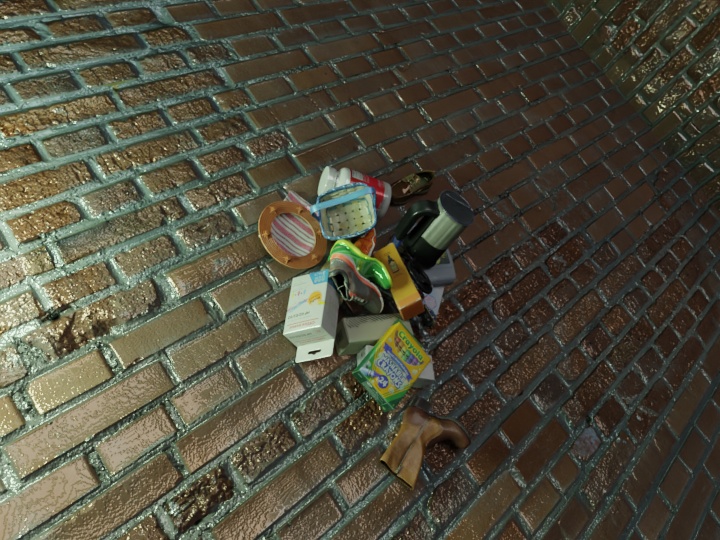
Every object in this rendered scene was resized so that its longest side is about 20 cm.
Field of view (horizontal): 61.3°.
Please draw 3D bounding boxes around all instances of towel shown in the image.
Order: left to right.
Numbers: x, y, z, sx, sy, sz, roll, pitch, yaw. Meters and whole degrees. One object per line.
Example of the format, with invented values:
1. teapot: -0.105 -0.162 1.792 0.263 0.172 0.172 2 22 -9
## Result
1. towel: -0.172 -0.117 1.637 0.145 0.030 0.202 35 50 -8

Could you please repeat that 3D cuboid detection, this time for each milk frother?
1. milk frother: 0.202 -0.072 1.606 0.176 0.189 0.204 -6 59 -38

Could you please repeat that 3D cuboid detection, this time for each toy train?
1. toy train: 0.150 0.068 1.654 0.045 0.034 0.204 -10 66 -46

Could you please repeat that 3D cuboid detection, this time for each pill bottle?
1. pill bottle: -0.018 -0.224 1.738 0.194 0.113 0.115 16 54 -19

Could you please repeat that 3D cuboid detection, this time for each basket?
1. basket: -0.033 -0.157 1.591 0.171 0.200 0.144 -15 74 5

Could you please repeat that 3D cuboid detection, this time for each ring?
1. ring: -0.174 -0.098 1.596 0.195 0.019 0.206 17 55 -25

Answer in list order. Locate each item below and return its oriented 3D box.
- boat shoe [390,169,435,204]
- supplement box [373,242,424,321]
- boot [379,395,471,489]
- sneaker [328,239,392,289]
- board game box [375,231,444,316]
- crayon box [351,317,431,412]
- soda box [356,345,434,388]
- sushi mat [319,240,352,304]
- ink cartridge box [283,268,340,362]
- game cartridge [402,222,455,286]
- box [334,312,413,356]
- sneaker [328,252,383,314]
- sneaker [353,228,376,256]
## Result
1. boat shoe: 0.158 -0.270 1.892 0.198 0.074 0.076 -29 77 -39
2. supplement box: 0.099 0.027 1.590 0.065 0.069 0.203 -24 54 1
3. boot: 0.162 0.432 1.465 0.187 0.069 0.202 38 51 -4
4. sneaker: 0.000 0.000 1.552 0.197 0.075 0.084 31 70 25
5. board game box: 0.151 0.010 1.736 0.196 0.041 0.203 30 51 -11
6. crayon box: 0.086 0.221 1.475 0.126 0.051 0.200 47 58 -5
7. soda box: 0.089 0.245 1.541 0.194 0.064 0.070 12 56 -24
8. sushi mat: -0.052 -0.002 1.645 0.095 0.012 0.202 36 50 -7
9. ink cartridge box: -0.117 0.108 1.465 0.068 0.112 0.205 46 39 -44
10. game cartridge: 0.197 -0.050 1.751 0.130 0.041 0.205 -2 62 -36
11. box: 0.032 0.161 1.550 0.195 0.082 0.070 -2 60 -32
12. sneaker: -0.020 0.052 1.492 0.201 0.076 0.083 49 44 -26
13. sneaker: -0.004 -0.053 1.653 0.075 0.074 0.203 22 49 -5
